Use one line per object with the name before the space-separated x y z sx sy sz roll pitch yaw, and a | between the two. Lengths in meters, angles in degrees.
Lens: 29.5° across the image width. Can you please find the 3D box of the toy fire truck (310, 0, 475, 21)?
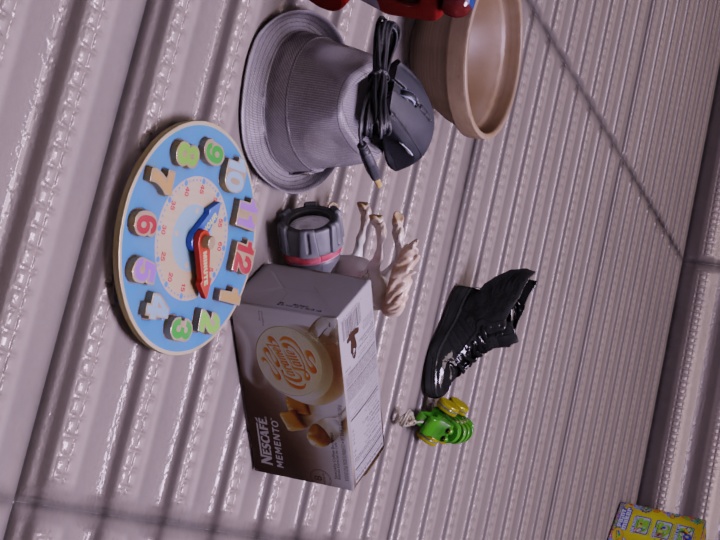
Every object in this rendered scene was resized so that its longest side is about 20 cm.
toy fire truck | 0.029 -0.298 1.244 0.112 0.168 0.200 -50 160 -20

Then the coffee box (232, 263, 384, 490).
coffee box | -0.049 0.104 1.326 0.080 0.114 0.200 -49 142 -51

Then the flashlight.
flashlight | -0.042 0.032 1.373 0.068 0.068 0.200 -45 137 -49

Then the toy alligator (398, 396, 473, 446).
toy alligator | 0.107 0.202 1.762 0.059 0.054 0.200 -57 159 10

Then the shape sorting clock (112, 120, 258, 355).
shape sorting clock | -0.143 -0.027 1.158 0.200 0.039 0.200 8 90 -67

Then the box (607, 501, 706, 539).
box | 0.657 0.637 3.018 0.200 0.192 0.122 77 32 -42

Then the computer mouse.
computer mouse | 0.038 -0.131 1.289 0.200 0.046 0.141 73 25 -62

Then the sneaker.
sneaker | 0.159 0.084 1.801 0.060 0.104 0.200 63 42 -54

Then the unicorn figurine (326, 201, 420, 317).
unicorn figurine | 0.000 0.000 1.411 0.200 0.074 0.138 -137 -132 -72

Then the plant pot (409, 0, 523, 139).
plant pot | 0.117 -0.258 1.601 0.201 0.093 0.201 9 90 -67

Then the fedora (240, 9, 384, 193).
fedora | -0.027 -0.158 1.310 0.200 0.090 0.177 15 84 -66
